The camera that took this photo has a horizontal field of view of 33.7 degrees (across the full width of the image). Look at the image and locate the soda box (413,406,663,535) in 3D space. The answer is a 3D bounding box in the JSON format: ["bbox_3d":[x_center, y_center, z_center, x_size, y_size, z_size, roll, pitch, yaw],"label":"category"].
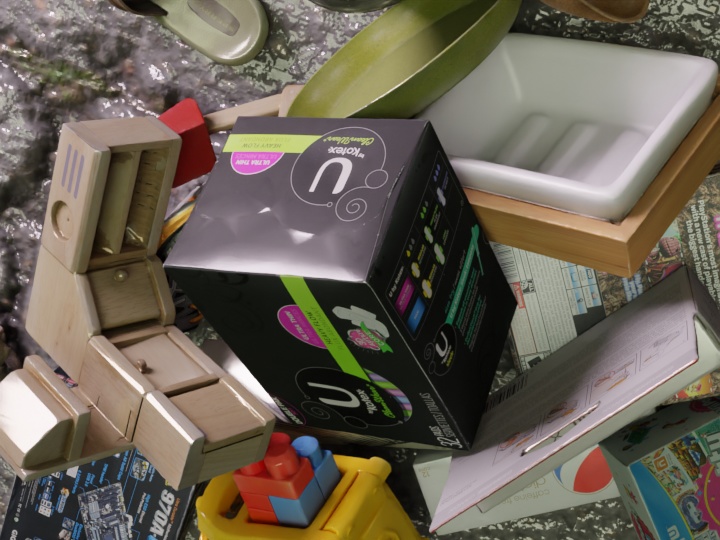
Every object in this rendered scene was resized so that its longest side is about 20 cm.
[{"bbox_3d":[0.148,0.149,0.954,0.199,0.064,0.069,-16,104,16],"label":"soda box"}]

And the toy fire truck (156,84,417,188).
[{"bbox_3d":[-0.044,-0.101,0.894,0.199,0.141,0.049,-28,138,-15],"label":"toy fire truck"}]

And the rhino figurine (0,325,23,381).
[{"bbox_3d":[-0.385,0.086,1.049,0.199,0.060,0.088,-3,118,16],"label":"rhino figurine"}]

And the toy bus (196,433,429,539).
[{"bbox_3d":[-0.062,0.203,0.934,0.199,0.136,0.193,-2,124,34],"label":"toy bus"}]

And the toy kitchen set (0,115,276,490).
[{"bbox_3d":[-0.166,0.026,0.804,0.200,0.163,0.181,37,123,32],"label":"toy kitchen set"}]

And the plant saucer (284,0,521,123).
[{"bbox_3d":[0.034,-0.147,0.813,0.199,0.200,0.031,-30,112,19],"label":"plant saucer"}]

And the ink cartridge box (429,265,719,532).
[{"bbox_3d":[0.143,0.092,0.771,0.200,0.176,0.045,-37,98,21],"label":"ink cartridge box"}]

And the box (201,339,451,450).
[{"bbox_3d":[-0.026,0.099,0.948,0.199,0.082,0.069,0,69,17],"label":"box"}]

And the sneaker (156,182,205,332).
[{"bbox_3d":[-0.147,0.007,0.967,0.077,0.078,0.200,38,122,-1],"label":"sneaker"}]

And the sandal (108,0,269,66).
[{"bbox_3d":[-0.160,-0.225,0.900,0.200,0.057,0.080,30,111,1],"label":"sandal"}]

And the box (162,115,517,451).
[{"bbox_3d":[-0.004,0.010,0.779,0.148,0.125,0.200,4,147,29],"label":"box"}]

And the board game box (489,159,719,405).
[{"bbox_3d":[0.206,0.009,0.877,0.199,0.097,0.160,-12,105,15],"label":"board game box"}]

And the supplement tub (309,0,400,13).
[{"bbox_3d":[0.006,-0.237,0.784,0.122,0.200,0.123,3,109,10],"label":"supplement tub"}]

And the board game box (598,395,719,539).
[{"bbox_3d":[0.297,0.153,0.882,0.199,0.064,0.148,-27,102,-5],"label":"board game box"}]

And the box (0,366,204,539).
[{"bbox_3d":[-0.228,0.202,1.060,0.158,0.046,0.201,22,111,4],"label":"box"}]

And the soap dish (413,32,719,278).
[{"bbox_3d":[0.136,-0.081,0.803,0.199,0.157,0.081,18,146,40],"label":"soap dish"}]

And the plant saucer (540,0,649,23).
[{"bbox_3d":[0.114,-0.238,0.769,0.035,0.200,0.201,-32,100,36],"label":"plant saucer"}]
